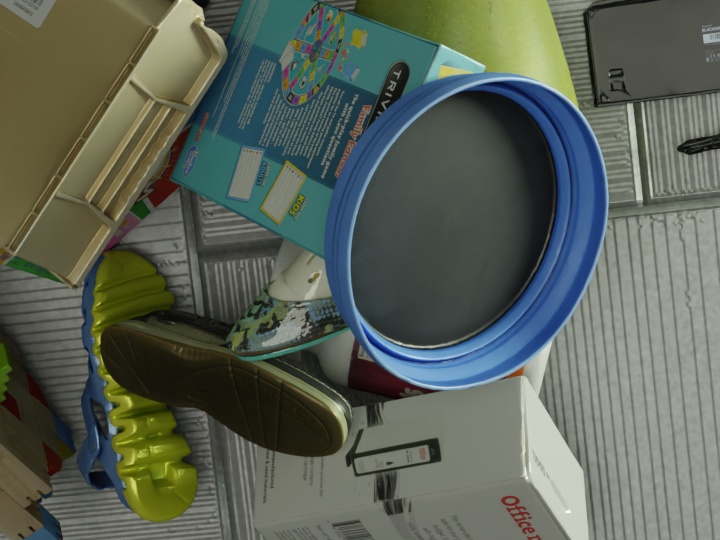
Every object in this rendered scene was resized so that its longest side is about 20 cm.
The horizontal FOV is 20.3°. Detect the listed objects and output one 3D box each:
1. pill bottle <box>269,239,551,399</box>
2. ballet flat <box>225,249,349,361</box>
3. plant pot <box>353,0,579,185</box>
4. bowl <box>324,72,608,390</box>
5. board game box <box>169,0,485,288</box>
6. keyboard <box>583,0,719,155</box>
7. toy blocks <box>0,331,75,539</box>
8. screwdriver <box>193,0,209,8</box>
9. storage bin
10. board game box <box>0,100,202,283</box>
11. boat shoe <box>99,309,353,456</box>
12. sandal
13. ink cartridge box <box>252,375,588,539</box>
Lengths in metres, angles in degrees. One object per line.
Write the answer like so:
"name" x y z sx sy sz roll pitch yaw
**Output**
"pill bottle" 0.036 0.038 1.423 0.199 0.110 0.110 14 97 5
"ballet flat" 0.000 0.000 1.338 0.199 0.074 0.075 -18 94 -13
"plant pot" 0.064 -0.144 1.379 0.186 0.187 0.201 -2 83 7
"bowl" 0.065 -0.026 1.238 0.200 0.039 0.202 -13 115 -30
"board game box" -0.026 -0.094 1.305 0.200 0.047 0.152 28 97 46
"keyboard" 0.263 -0.141 1.424 0.199 0.021 0.128 -7 89 8
"toy blocks" -0.258 0.115 1.440 0.100 0.200 0.137 -32 133 8
"screwdriver" -0.160 -0.222 1.381 0.029 0.200 0.028 -29 65 19
"storage bin" -0.222 -0.130 1.306 0.200 0.094 0.199 35 92 22
"board game box" -0.177 -0.078 1.412 0.200 0.153 0.040 -41 72 9
"boat shoe" -0.086 0.067 1.383 0.200 0.066 0.072 16 129 27
"sandal" -0.179 0.086 1.473 0.087 0.079 0.201 -11 81 48
"ink cartridge box" 0.045 0.158 1.393 0.199 0.146 0.085 -12 53 18
